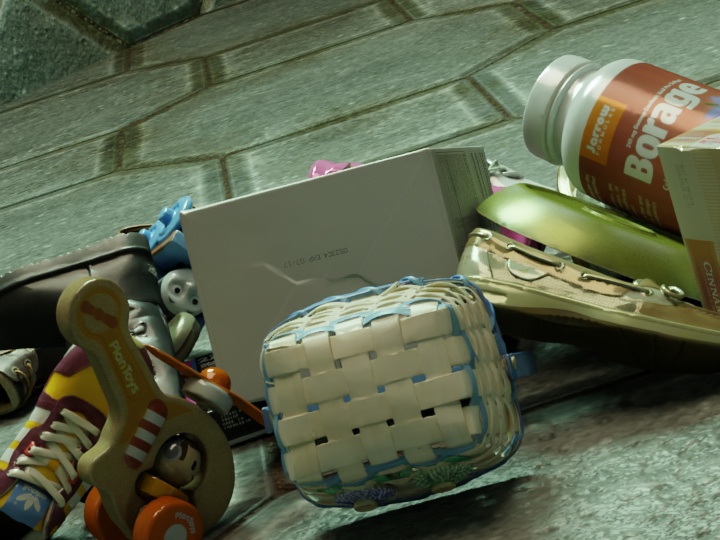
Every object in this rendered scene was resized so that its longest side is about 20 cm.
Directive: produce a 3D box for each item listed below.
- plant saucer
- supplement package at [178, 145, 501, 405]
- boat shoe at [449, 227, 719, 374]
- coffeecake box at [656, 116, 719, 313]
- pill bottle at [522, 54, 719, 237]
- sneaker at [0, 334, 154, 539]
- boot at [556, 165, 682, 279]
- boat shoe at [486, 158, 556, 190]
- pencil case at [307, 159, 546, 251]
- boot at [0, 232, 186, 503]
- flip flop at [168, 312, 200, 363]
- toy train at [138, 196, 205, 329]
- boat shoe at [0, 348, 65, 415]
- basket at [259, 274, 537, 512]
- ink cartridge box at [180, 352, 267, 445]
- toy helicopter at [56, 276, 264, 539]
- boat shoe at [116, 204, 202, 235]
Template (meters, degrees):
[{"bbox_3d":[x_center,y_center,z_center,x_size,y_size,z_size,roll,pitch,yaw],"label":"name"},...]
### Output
[{"bbox_3d":[0.181,-0.023,1.500,0.199,0.031,0.200,20,6,-2],"label":"plant saucer"},{"bbox_3d":[0.000,0.000,1.542,0.191,0.148,0.200,-13,0,15],"label":"supplement package"},{"bbox_3d":[0.161,0.020,1.391,0.200,0.063,0.073,11,-21,15],"label":"boat shoe"},{"bbox_3d":[0.315,-0.047,1.414,0.200,0.154,0.073,-24,15,-25],"label":"coffeecake box"},{"bbox_3d":[0.225,-0.093,1.581,0.200,0.113,0.112,25,39,35],"label":"pill bottle"},{"bbox_3d":[-0.205,0.129,1.420,0.200,0.075,0.090,-56,7,27],"label":"sneaker"},{"bbox_3d":[0.240,-0.056,1.696,0.154,0.072,0.200,-16,22,9],"label":"boot"},{"bbox_3d":[0.109,-0.067,1.905,0.073,0.067,0.200,-30,19,-38],"label":"boat shoe"},{"bbox_3d":[0.051,-0.030,1.688,0.199,0.094,0.091,7,-26,4],"label":"pencil case"},{"bbox_3d":[-0.209,0.086,1.551,0.164,0.201,0.066,-25,-31,13],"label":"boot"},{"bbox_3d":[-0.207,0.098,1.613,0.200,0.058,0.081,-44,18,-6],"label":"flip flop"},{"bbox_3d":[-0.163,0.019,1.733,0.200,0.087,0.115,-30,32,56],"label":"toy train"},{"bbox_3d":[-0.313,0.099,1.828,0.199,0.072,0.072,-14,41,-29],"label":"boat shoe"},{"bbox_3d":[0.017,0.079,1.344,0.176,0.140,0.200,-14,0,11],"label":"basket"},{"bbox_3d":[-0.124,0.098,1.642,0.094,0.037,0.200,-19,13,-3],"label":"ink cartridge box"},{"bbox_3d":[-0.135,0.086,1.362,0.132,0.201,0.079,-37,29,-27],"label":"toy helicopter"},{"bbox_3d":[-0.163,-0.024,2.058,0.199,0.072,0.076,-9,17,30],"label":"boat shoe"}]
